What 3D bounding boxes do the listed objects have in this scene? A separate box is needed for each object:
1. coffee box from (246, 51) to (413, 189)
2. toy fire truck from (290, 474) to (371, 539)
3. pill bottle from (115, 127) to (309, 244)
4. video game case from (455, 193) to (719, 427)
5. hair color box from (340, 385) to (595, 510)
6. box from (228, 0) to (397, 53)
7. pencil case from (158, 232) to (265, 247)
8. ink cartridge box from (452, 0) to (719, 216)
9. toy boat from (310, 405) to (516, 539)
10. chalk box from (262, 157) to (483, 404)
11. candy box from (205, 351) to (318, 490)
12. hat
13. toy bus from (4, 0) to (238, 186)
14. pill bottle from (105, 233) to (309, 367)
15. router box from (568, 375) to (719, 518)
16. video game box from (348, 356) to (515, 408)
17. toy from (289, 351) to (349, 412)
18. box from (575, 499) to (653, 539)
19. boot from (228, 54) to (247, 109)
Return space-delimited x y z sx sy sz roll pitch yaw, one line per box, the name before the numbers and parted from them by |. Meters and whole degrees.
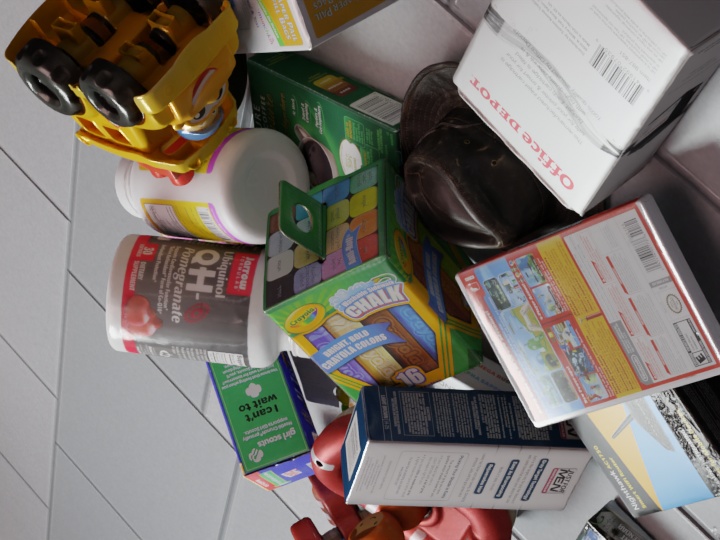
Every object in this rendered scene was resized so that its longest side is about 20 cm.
coffee box | -0.019 -0.115 1.538 0.200 0.044 0.123 28 137 39
toy fire truck | -0.005 0.278 1.823 0.200 0.112 0.168 60 177 -26
pill bottle | -0.144 -0.081 1.593 0.200 0.104 0.105 6 123 49
video game case | 0.176 0.036 1.316 0.200 0.017 0.143 -23 98 45
hair color box | 0.090 0.153 1.473 0.100 0.199 0.061 108 161 -49
box | -0.074 -0.248 1.428 0.200 0.112 0.102 8 125 54
pencil case | -0.127 -0.056 1.707 0.200 0.087 0.083 13 154 50
ink cartridge box | 0.166 -0.158 1.203 0.145 0.084 0.200 48 148 14
toy boat | 0.035 0.218 1.575 0.200 0.131 0.131 36 142 11
chalk box | 0.000 0.000 1.436 0.124 0.125 0.200 -24 131 22
candy box | -0.104 0.110 1.706 0.169 0.077 0.201 72 176 -77
hat | 0.094 -0.066 1.370 0.200 0.081 0.201 28 141 25
toy bus | -0.172 -0.146 1.447 0.200 0.136 0.192 20 150 42
pill bottle | -0.126 0.031 1.582 0.199 0.111 0.111 6 133 6
router box | 0.221 0.095 1.383 0.200 0.051 0.149 56 149 -1
video game box | 0.074 0.143 1.614 0.182 0.047 0.201 31 141 22
toy | -0.020 0.063 1.691 0.115 0.047 0.201 11 137 27
box | 0.238 0.314 1.572 0.137 0.040 0.200 43 146 20
boot | -0.170 -0.186 1.652 0.174 0.069 0.201 114 141 -55
